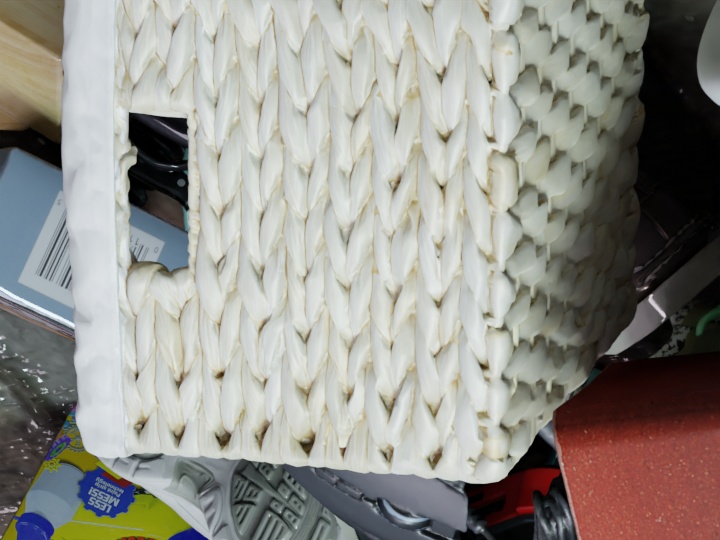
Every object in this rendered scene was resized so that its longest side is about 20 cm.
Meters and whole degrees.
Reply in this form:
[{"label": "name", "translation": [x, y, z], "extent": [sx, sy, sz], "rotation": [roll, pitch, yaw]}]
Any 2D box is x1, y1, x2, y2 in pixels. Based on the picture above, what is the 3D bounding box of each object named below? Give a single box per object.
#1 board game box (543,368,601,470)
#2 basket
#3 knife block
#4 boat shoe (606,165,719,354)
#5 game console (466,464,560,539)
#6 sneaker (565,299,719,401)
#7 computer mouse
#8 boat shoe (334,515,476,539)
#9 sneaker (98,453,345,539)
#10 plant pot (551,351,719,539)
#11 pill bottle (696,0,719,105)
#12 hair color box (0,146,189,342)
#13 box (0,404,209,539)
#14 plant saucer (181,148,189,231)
[{"label": "board game box", "translation": [0.148, 0.143, 1.265], "extent": [0.151, 0.045, 0.200], "rotation": [25, 145, 3]}, {"label": "basket", "translation": [0.006, -0.046, 0.938], "extent": [0.160, 0.200, 0.200], "rotation": [7, 108, 19]}, {"label": "knife block", "translation": [-0.130, -0.112, 1.073], "extent": [0.175, 0.064, 0.200], "rotation": [3, 140, 46]}, {"label": "boat shoe", "translation": [0.083, 0.014, 1.124], "extent": [0.060, 0.072, 0.200], "rotation": [51, 149, -1]}, {"label": "game console", "translation": [0.099, 0.170, 1.272], "extent": [0.177, 0.031, 0.200], "rotation": [37, 145, -20]}, {"label": "sneaker", "translation": [0.158, 0.038, 1.097], "extent": [0.199, 0.089, 0.077], "rotation": [-33, 152, 23]}, {"label": "computer mouse", "translation": [0.017, 0.070, 1.085], "extent": [0.200, 0.046, 0.141], "rotation": [47, 143, 20]}, {"label": "boat shoe", "translation": [0.021, 0.098, 1.199], "extent": [0.074, 0.200, 0.066], "rotation": [26, 125, -40]}, {"label": "sneaker", "translation": [-0.043, 0.116, 1.307], "extent": [0.200, 0.078, 0.099], "rotation": [34, 173, 43]}, {"label": "plant pot", "translation": [0.184, 0.118, 0.911], "extent": [0.175, 0.200, 0.201], "rotation": [-13, 90, 12]}, {"label": "pill bottle", "translation": [0.227, -0.053, 0.904], "extent": [0.200, 0.120, 0.120], "rotation": [36, 144, -14]}, {"label": "hair color box", "translation": [-0.134, -0.006, 1.154], "extent": [0.099, 0.061, 0.200], "rotation": [27, 175, -14]}, {"label": "box", "translation": [-0.109, 0.214, 1.388], "extent": [0.199, 0.193, 0.122], "rotation": [24, 145, 2]}, {"label": "plant saucer", "translation": [0.000, 0.000, 1.130], "extent": [0.200, 0.036, 0.201], "rotation": [29, 133, 37]}]
